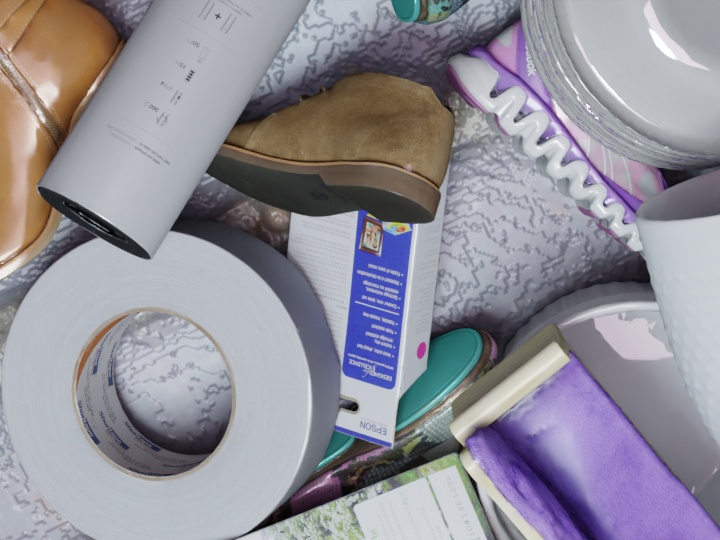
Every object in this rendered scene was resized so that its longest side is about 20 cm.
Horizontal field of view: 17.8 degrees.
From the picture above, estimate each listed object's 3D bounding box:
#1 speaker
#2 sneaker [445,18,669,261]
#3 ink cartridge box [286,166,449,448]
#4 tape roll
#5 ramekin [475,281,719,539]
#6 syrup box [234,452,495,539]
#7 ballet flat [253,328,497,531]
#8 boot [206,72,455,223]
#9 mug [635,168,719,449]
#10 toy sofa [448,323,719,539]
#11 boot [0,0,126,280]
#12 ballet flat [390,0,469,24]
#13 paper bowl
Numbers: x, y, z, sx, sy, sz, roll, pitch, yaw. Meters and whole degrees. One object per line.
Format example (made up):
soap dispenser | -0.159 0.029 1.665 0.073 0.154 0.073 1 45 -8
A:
speaker | -0.106 -0.108 1.344 0.081 0.081 0.200 32 79 -8
sneaker | 0.148 -0.082 1.394 0.200 0.080 0.088 44 89 -11
ink cartridge box | 0.000 0.000 1.409 0.095 0.037 0.201 16 105 32
tape roll | -0.115 0.070 1.405 0.200 0.066 0.201 2 98 15
ramekin | 0.167 0.101 1.424 0.200 0.105 0.201 0 105 0
syrup box | -0.017 0.190 1.395 0.200 0.081 0.079 -22 72 -5
ballet flat | 0.015 0.111 1.451 0.200 0.069 0.071 -35 120 12
boot | -0.025 -0.077 1.367 0.074 0.200 0.076 33 70 -48
mug | 0.270 0.024 1.287 0.200 0.148 0.176 -18 100 -6
toy sofa | 0.143 0.136 1.329 0.083 0.098 0.200 -38 101 9
boot | -0.230 -0.088 1.388 0.155 0.074 0.200 44 86 -14
ballet flat | 0.026 -0.247 1.361 0.074 0.074 0.200 -16 106 4
paper bowl | 0.199 -0.162 1.324 0.200 0.104 0.201 1 86 -14
